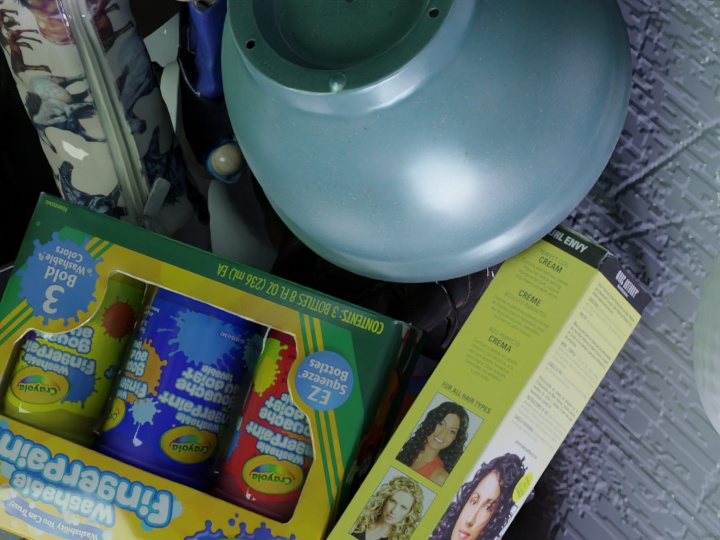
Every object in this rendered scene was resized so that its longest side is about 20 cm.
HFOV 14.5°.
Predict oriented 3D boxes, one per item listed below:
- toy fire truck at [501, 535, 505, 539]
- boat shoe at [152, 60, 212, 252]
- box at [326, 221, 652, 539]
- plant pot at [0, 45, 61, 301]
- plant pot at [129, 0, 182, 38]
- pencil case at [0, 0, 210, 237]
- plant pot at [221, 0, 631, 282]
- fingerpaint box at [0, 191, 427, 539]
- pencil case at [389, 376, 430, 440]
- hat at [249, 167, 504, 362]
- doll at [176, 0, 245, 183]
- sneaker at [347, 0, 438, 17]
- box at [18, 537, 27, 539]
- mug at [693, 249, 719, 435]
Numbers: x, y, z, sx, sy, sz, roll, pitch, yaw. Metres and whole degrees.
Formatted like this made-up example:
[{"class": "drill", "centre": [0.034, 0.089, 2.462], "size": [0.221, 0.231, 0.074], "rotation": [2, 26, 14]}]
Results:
[{"class": "toy fire truck", "centre": [0.037, 0.214, 1.541], "size": [0.168, 0.112, 0.200], "rotation": [-105, 32, -42]}, {"class": "boat shoe", "centre": [-0.122, -0.027, 1.617], "size": [0.060, 0.076, 0.200], "rotation": [-10, 54, 22]}, {"class": "box", "centre": [0.063, 0.075, 1.388], "size": [0.050, 0.075, 0.200], "rotation": [30, 86, 29]}, {"class": "plant pot", "centre": [-0.255, 0.002, 1.761], "size": [0.200, 0.199, 0.178], "rotation": [42, 142, 35]}, {"class": "plant pot", "centre": [-0.134, -0.221, 1.562], "size": [0.134, 0.200, 0.201], "rotation": [-17, 88, 18]}, {"class": "pencil case", "centre": [-0.142, -0.100, 1.479], "size": [0.089, 0.078, 0.200], "rotation": [32, 146, 51]}, {"class": "plant pot", "centre": [0.015, -0.110, 1.351], "size": [0.200, 0.134, 0.201], "rotation": [-8, 67, 20]}, {"class": "fingerpaint box", "centre": [-0.091, 0.073, 1.417], "size": [0.200, 0.073, 0.167], "rotation": [20, 89, 15]}, {"class": "pencil case", "centre": [-0.054, 0.074, 1.500], "size": [0.200, 0.088, 0.089], "rotation": [16, 118, 8]}, {"class": "hat", "centre": [0.000, 0.000, 1.478], "size": [0.200, 0.081, 0.201], "rotation": [30, 147, 21]}, {"class": "doll", "centre": [-0.078, -0.115, 1.495], "size": [0.200, 0.048, 0.137], "rotation": [88, 177, -57]}, {"class": "sneaker", "centre": [0.011, -0.094, 1.502], "size": [0.200, 0.074, 0.116], "rotation": [38, 138, 38]}, {"class": "box", "centre": [-0.161, 0.283, 1.796], "size": [0.177, 0.097, 0.200], "rotation": [49, 135, 27]}, {"class": "mug", "centre": [0.243, 0.031, 1.207], "size": [0.200, 0.148, 0.175], "rotation": [37, 143, -1]}]
